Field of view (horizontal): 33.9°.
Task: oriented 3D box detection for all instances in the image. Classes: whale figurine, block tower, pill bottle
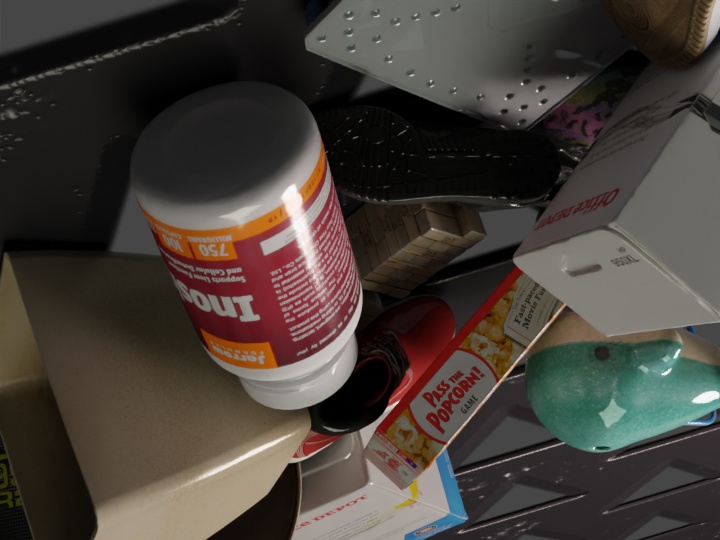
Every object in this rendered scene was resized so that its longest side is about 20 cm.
[{"bbox_3d":[0.232,0.098,0.952,0.198,0.105,0.159,7,158,2],"label":"whale figurine"},{"bbox_3d":[0.000,0.000,0.881,0.057,0.054,0.200,14,139,-44],"label":"block tower"},{"bbox_3d":[-0.060,-0.006,0.731,0.112,0.114,0.201,-16,136,0],"label":"pill bottle"}]

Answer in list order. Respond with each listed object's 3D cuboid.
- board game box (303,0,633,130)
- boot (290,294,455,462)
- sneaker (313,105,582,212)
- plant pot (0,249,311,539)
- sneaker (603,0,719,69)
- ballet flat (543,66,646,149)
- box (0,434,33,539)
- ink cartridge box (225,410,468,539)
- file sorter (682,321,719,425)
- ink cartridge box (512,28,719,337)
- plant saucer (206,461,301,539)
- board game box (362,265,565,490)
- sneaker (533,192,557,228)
[{"bbox_3d":[0.097,-0.168,0.667,0.199,0.026,0.200,14,139,-42],"label":"board game box"},{"bbox_3d":[0.023,0.071,0.914,0.199,0.073,0.144,-36,179,-30],"label":"boot"},{"bbox_3d":[0.062,-0.067,0.778,0.197,0.061,0.104,6,180,4],"label":"sneaker"},{"bbox_3d":[-0.151,0.104,0.855,0.176,0.201,0.200,-12,153,-28],"label":"plant pot"},{"bbox_3d":[0.190,-0.178,0.598,0.108,0.070,0.200,-42,171,-6],"label":"sneaker"},{"bbox_3d":[0.223,-0.099,0.806,0.198,0.072,0.069,-4,143,-21],"label":"ballet flat"},{"bbox_3d":[-0.252,0.172,0.940,0.198,0.162,0.044,-8,152,-14],"label":"box"},{"bbox_3d":[-0.022,0.173,1.076,0.146,0.146,0.200,-26,150,18],"label":"ink cartridge box"},{"bbox_3d":[0.327,0.040,1.052,0.138,0.124,0.200,6,144,-36],"label":"file sorter"},{"bbox_3d":[0.193,-0.067,0.679,0.201,0.084,0.145,-53,-174,-13],"label":"ink cartridge box"},{"bbox_3d":[-0.129,0.185,0.989,0.199,0.202,0.034,-27,156,19],"label":"plant saucer"},{"bbox_3d":[0.086,0.066,0.867,0.200,0.046,0.152,-48,173,-14],"label":"board game box"},{"bbox_3d":[0.227,-0.030,0.940,0.198,0.077,0.077,0,156,-9],"label":"sneaker"}]
